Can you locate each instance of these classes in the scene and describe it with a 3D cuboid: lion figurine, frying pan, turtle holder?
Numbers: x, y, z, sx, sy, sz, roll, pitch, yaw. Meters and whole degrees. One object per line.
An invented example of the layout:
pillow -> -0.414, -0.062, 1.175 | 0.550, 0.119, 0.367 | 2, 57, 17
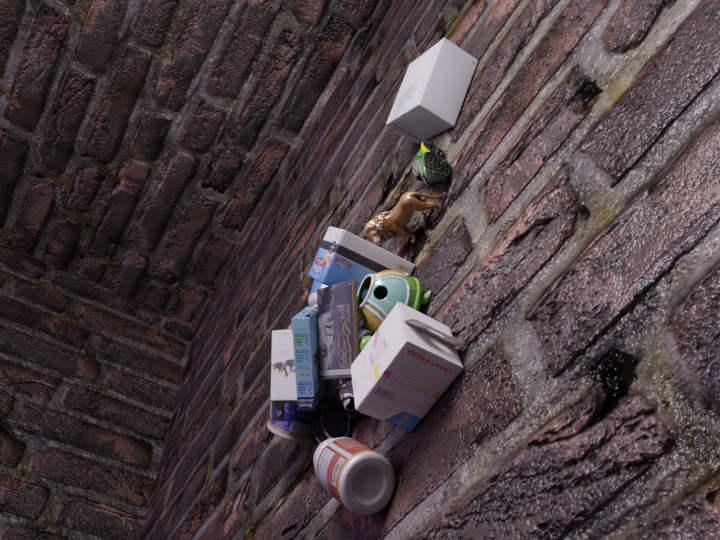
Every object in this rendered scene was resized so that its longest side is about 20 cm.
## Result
lion figurine -> 0.102, -0.135, 1.509 | 0.201, 0.121, 0.073 | -53, 22, 28
frying pan -> -0.043, 0.319, 1.420 | 0.190, 0.031, 0.115 | -49, 59, 24
turtle holder -> 0.052, 0.087, 1.358 | 0.187, 0.131, 0.141 | -61, 21, 9

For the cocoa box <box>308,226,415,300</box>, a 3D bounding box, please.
cocoa box -> 0.000, 0.000, 1.492 | 0.133, 0.198, 0.133 | -65, 21, -1

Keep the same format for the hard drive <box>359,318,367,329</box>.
hard drive -> -0.038, 0.170, 1.643 | 0.201, 0.026, 0.132 | -56, 21, 22

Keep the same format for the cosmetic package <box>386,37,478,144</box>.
cosmetic package -> 0.189, -0.476, 1.699 | 0.199, 0.122, 0.202 | -7, 60, 66

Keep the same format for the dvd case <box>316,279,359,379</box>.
dvd case -> -0.050, 0.131, 1.360 | 0.148, 0.016, 0.203 | -16, 74, 54

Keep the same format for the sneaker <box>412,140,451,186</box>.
sneaker -> 0.171, -0.247, 1.560 | 0.201, 0.077, 0.086 | -84, 20, -63

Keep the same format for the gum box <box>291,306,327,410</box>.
gum box -> -0.114, 0.194, 1.436 | 0.170, 0.044, 0.203 | -42, -52, -82

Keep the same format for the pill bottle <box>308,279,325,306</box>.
pill bottle -> -0.083, 0.061, 1.760 | 0.112, 0.111, 0.202 | -34, 35, 55

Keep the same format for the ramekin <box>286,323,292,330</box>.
ramekin -> -0.176, 0.239, 1.779 | 0.202, 0.093, 0.205 | -159, 90, -77

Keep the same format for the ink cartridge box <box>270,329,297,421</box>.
ink cartridge box -> -0.162, 0.248, 1.477 | 0.115, 0.067, 0.203 | 54, -146, -72

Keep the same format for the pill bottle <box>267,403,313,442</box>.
pill bottle -> -0.150, 0.314, 1.587 | 0.120, 0.118, 0.203 | 20, 92, 70

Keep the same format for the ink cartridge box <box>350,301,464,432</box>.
ink cartridge box -> 0.089, 0.170, 1.170 | 0.201, 0.128, 0.126 | -55, 22, 23

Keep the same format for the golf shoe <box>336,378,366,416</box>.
golf shoe -> -0.028, 0.248, 1.373 | 0.199, 0.078, 0.095 | 15, 72, 54

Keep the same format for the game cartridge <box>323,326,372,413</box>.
game cartridge -> -0.035, 0.230, 1.514 | 0.133, 0.040, 0.203 | 9, 81, 69

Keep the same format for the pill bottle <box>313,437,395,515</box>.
pill bottle -> -0.021, 0.386, 1.217 | 0.200, 0.111, 0.113 | -6, 60, 68
